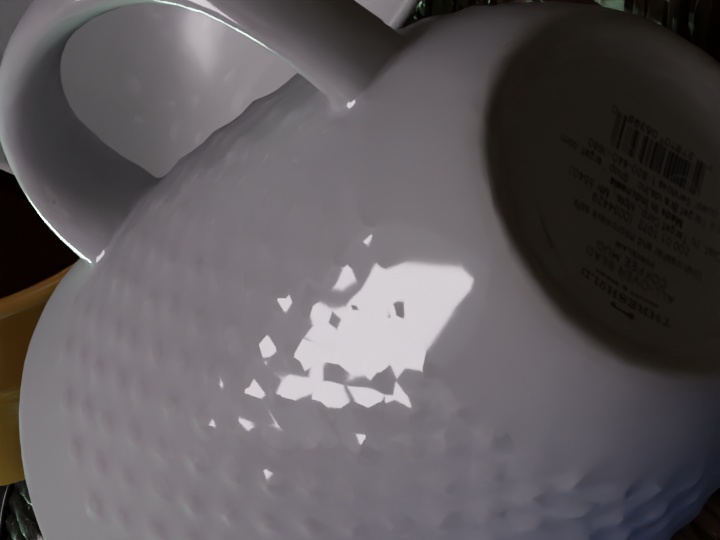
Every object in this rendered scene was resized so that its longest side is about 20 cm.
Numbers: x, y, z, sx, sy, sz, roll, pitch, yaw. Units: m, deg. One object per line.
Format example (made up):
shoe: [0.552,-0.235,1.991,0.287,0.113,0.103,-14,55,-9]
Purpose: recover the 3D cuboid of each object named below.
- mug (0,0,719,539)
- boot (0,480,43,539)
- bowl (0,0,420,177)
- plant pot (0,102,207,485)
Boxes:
mug: [0.000,0.000,0.619,0.200,0.148,0.175,41,142,-10]
boot: [-0.136,0.054,1.000,0.158,0.079,0.212,24,134,65]
bowl: [-0.080,-0.119,0.710,0.200,0.199,0.075,-48,22,42]
plant pot: [-0.144,-0.020,0.883,0.200,0.200,0.183,60,164,27]
